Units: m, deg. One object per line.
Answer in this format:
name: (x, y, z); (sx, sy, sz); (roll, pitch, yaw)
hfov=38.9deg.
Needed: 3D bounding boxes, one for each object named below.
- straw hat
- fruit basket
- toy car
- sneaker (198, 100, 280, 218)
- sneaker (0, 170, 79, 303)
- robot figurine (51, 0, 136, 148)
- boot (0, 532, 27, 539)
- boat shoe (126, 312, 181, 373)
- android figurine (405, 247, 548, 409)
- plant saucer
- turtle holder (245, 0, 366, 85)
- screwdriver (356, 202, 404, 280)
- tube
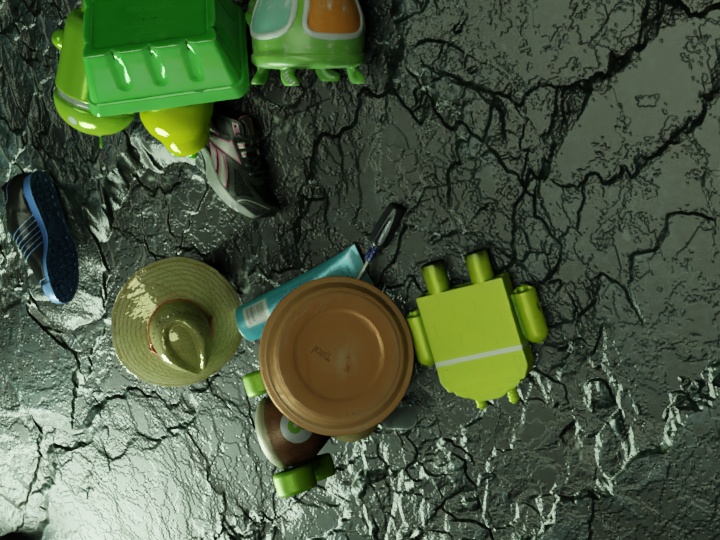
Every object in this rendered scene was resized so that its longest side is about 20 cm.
straw hat: (-0.241, 0.091, 1.378); (0.199, 0.085, 0.203); (-9, 116, -18)
fruit basket: (-0.234, -0.243, 1.256); (0.214, 0.215, 0.157); (-19, 63, 27)
toy car: (-0.028, 0.184, 1.343); (0.198, 0.158, 0.166); (-20, 84, 16)
sneaker: (-0.166, -0.161, 1.339); (0.086, 0.080, 0.201); (-39, 88, 27)
sneaker: (-0.482, -0.046, 1.526); (0.077, 0.070, 0.203); (-9, 95, 31)
robot figurine: (-0.345, -0.272, 1.367); (0.175, 0.115, 0.202); (41, 122, 40)
boot: (-0.621, 0.555, 1.755); (0.186, 0.068, 0.203); (3, 106, 24)
boat shoe: (-0.260, 0.079, 1.457); (0.060, 0.072, 0.202); (32, 108, -17)
android figurine: (0.146, 0.078, 1.284); (0.180, 0.041, 0.202); (-16, 97, 27)
plant saucer: (-0.029, 0.107, 1.288); (0.198, 0.032, 0.203); (1, 82, -8)
turtle holder: (-0.067, -0.295, 1.236); (0.139, 0.186, 0.133); (-3, 103, -8)
screwdriver: (0.000, 0.000, 1.322); (0.029, 0.028, 0.201); (23, 108, -30)
tube: (-0.076, 0.037, 1.374); (0.198, 0.050, 0.078); (-23, 104, 22)
